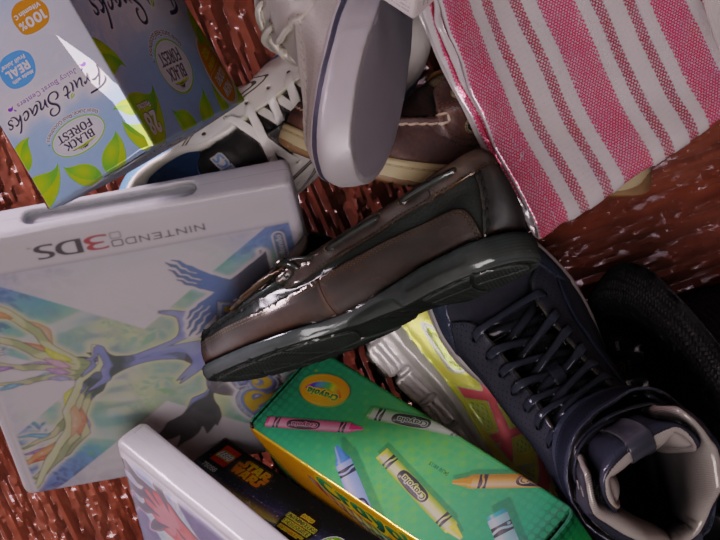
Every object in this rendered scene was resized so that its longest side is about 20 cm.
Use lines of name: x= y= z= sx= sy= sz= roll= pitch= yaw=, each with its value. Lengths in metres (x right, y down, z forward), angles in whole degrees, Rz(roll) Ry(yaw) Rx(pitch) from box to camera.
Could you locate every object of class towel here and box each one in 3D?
towel: x=0.135 y=-0.126 z=1.460 sx=0.200 sy=0.030 sz=0.147 roll=-33 pitch=109 yaw=-12

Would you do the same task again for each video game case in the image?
video game case: x=-0.045 y=0.193 z=1.552 sx=0.023 sy=0.200 sz=0.183 roll=-34 pitch=138 yaw=-24
video game case: x=-0.108 y=0.033 z=1.541 sx=0.181 sy=0.022 sz=0.200 roll=-10 pitch=137 yaw=3

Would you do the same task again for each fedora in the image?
fedora: x=0.199 y=0.074 z=1.526 sx=0.091 sy=0.200 sz=0.201 roll=-26 pitch=112 yaw=-18

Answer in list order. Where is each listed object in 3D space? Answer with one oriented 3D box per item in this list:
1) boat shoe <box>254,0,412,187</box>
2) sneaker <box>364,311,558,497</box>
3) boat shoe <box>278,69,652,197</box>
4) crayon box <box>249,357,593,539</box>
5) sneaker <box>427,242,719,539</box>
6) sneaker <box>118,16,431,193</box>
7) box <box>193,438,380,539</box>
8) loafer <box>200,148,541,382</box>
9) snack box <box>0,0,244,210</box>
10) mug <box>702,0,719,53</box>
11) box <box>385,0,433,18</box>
boat shoe: x=-0.016 y=-0.124 z=1.437 sx=0.069 sy=0.201 sz=0.071 roll=-3 pitch=147 yaw=15
sneaker: x=0.081 y=0.061 z=1.563 sx=0.090 sy=0.078 sz=0.200 roll=-40 pitch=109 yaw=8
boat shoe: x=0.056 y=-0.079 z=1.492 sx=0.199 sy=0.072 sz=0.072 roll=4 pitch=100 yaw=-19
crayon box: x=0.045 y=0.130 z=1.514 sx=0.058 sy=0.200 sz=0.119 roll=-47 pitch=136 yaw=-13
sneaker: x=0.103 y=0.054 z=1.458 sx=0.077 sy=0.146 sz=0.203 roll=-35 pitch=92 yaw=-5
sneaker: x=-0.042 y=-0.069 z=1.518 sx=0.200 sy=0.073 sz=0.072 roll=-38 pitch=104 yaw=16
box: x=-0.008 y=0.184 z=1.551 sx=0.040 sy=0.200 sz=0.137 roll=-34 pitch=130 yaw=-24
loafer: x=0.000 y=0.000 z=1.471 sx=0.199 sy=0.072 sz=0.063 roll=-22 pitch=77 yaw=33
snack box: x=-0.149 y=-0.140 z=1.420 sx=0.068 sy=0.169 sz=0.201 roll=-29 pitch=94 yaw=16
mug: x=0.268 y=-0.156 z=1.427 sx=0.199 sy=0.178 sz=0.134 roll=-10 pitch=74 yaw=-10
box: x=-0.039 y=-0.191 z=1.412 sx=0.200 sy=0.039 sz=0.042 roll=34 pitch=147 yaw=19
